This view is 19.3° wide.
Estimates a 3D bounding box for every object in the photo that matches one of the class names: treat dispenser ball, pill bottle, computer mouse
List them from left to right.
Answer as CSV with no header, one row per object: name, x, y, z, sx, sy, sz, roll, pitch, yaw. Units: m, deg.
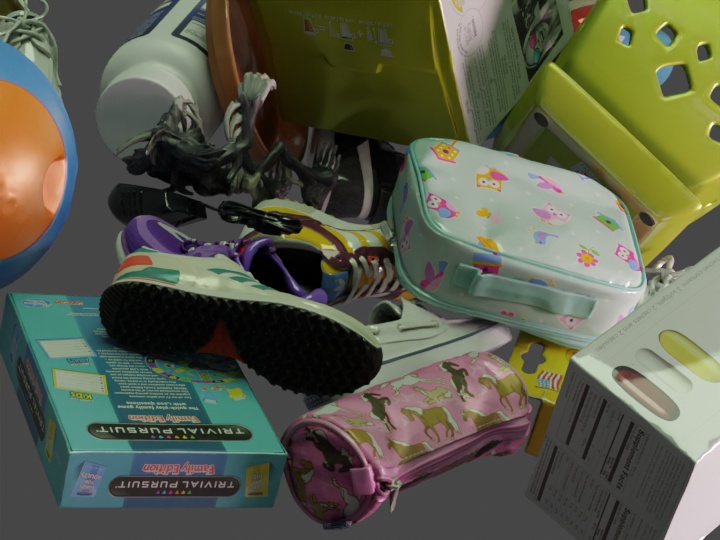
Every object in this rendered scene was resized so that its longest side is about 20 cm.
treat dispenser ball,-0.304,-0.076,1.525,0.200,0.202,0.201,12,27,-6
pill bottle,-0.165,-0.165,1.865,0.111,0.111,0.200,17,27,5
computer mouse,-0.126,-0.040,1.676,0.200,0.034,0.059,10,-7,42

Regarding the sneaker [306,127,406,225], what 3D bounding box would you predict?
sneaker,0.012,-0.099,1.884,0.111,0.073,0.200,15,35,-7

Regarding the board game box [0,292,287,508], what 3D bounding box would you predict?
board game box,-0.154,0.088,1.456,0.150,0.047,0.200,3,29,-24

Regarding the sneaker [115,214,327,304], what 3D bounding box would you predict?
sneaker,-0.098,0.001,1.612,0.200,0.084,0.081,28,29,27

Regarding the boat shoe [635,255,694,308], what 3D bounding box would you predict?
boat shoe,0.252,0.030,1.712,0.201,0.086,0.075,18,27,7

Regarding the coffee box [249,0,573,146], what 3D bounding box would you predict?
coffee box,0.039,-0.244,1.806,0.199,0.201,0.198,12,44,31

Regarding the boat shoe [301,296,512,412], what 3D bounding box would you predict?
boat shoe,0.033,0.051,1.571,0.200,0.073,0.066,-14,80,-45

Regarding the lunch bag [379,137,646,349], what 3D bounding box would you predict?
lunch bag,0.115,-0.019,1.628,0.199,0.077,0.161,14,35,-15

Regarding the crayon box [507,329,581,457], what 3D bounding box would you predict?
crayon box,0.202,0.109,1.590,0.199,0.051,0.127,19,27,7

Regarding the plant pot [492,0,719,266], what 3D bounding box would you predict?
plant pot,0.233,-0.120,1.780,0.200,0.199,0.181,44,68,4

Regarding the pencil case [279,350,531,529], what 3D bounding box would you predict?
pencil case,0.035,0.114,1.465,0.200,0.083,0.087,-19,72,-49

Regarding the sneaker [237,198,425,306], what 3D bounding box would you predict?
sneaker,0.000,0.000,1.684,0.199,0.075,0.090,7,29,2

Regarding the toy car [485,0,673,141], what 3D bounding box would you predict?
toy car,0.217,-0.130,1.952,0.184,0.177,0.200,8,38,-39

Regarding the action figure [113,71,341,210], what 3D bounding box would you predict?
action figure,-0.113,-0.103,1.722,0.119,0.102,0.200,-8,-18,38

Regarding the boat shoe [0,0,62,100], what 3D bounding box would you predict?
boat shoe,-0.305,-0.204,1.897,0.074,0.086,0.202,4,28,-20

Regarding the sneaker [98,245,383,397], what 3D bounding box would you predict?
sneaker,-0.078,0.024,1.486,0.199,0.071,0.094,12,32,0

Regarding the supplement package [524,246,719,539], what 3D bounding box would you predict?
supplement package,0.230,0.092,1.445,0.111,0.156,0.200,40,54,23

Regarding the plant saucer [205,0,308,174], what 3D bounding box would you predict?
plant saucer,-0.093,-0.183,1.865,0.032,0.201,0.200,-10,22,15
